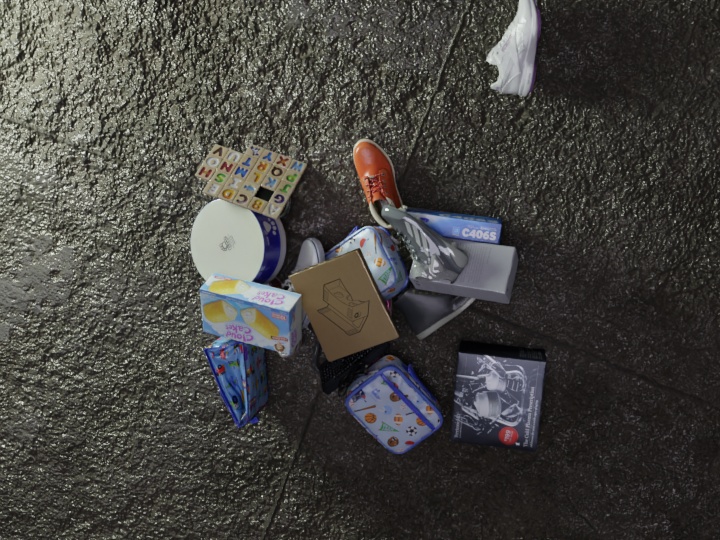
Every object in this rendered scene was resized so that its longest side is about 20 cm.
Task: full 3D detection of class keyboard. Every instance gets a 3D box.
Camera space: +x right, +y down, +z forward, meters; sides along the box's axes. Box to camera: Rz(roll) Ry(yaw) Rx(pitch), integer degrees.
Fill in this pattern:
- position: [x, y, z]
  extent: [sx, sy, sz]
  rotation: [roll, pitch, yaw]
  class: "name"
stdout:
- position: [-0.019, 0.186, 1.727]
  extent: [0.040, 0.104, 0.200]
  rotation: [24, 125, -40]
  class: "keyboard"

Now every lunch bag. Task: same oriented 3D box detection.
- position: [0.000, 0.000, 1.717]
  extent: [0.200, 0.076, 0.160]
  rotation: [-33, 73, 27]
  class: "lunch bag"
- position: [0.073, 0.284, 1.761]
  extent: [0.160, 0.076, 0.200]
  rotation: [-38, 106, 17]
  class: "lunch bag"
- position: [-0.249, 0.236, 1.790]
  extent: [0.094, 0.151, 0.200]
  rotation: [-13, 97, 12]
  class: "lunch bag"

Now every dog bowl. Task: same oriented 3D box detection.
- position: [-0.261, -0.057, 1.744]
  extent: [0.200, 0.079, 0.200]
  rotation: [3, 96, 29]
  class: "dog bowl"

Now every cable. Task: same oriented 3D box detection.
- position: [-0.085, 0.128, 1.805]
  extent: [0.097, 0.050, 0.200]
  rotation: [-13, 107, 20]
  class: "cable"

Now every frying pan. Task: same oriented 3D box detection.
- position: [-0.231, -0.159, 1.778]
  extent: [0.190, 0.031, 0.115]
  rotation: [13, 103, 23]
  class: "frying pan"

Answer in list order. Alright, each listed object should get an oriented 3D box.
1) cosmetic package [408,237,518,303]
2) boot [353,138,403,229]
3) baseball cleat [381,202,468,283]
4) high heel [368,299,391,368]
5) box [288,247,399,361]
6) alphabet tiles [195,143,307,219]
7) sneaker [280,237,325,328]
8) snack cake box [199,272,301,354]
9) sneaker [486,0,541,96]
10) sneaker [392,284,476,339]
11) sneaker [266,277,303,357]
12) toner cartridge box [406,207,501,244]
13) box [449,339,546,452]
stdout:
- position: [0.210, -0.004, 1.666]
  extent: [0.200, 0.071, 0.101]
  rotation: [10, 72, 20]
  class: "cosmetic package"
- position: [0.036, -0.178, 1.693]
  extent: [0.075, 0.107, 0.200]
  rotation: [-23, 94, 14]
  class: "boot"
- position: [0.111, -0.046, 1.612]
  extent: [0.200, 0.070, 0.106]
  rotation: [32, 82, 7]
  class: "baseball cleat"
- position: [0.012, 0.124, 1.771]
  extent: [0.096, 0.067, 0.200]
  rotation: [8, 115, -3]
  class: "high heel"
- position: [-0.033, 0.071, 1.668]
  extent: [0.163, 0.021, 0.200]
  rotation: [-21, 101, 20]
  class: "box"
- position: [-0.233, -0.199, 1.721]
  extent: [0.200, 0.167, 0.008]
  rotation: [20, 145, 5]
  class: "alphabet tiles"
- position: [-0.126, 0.030, 1.719]
  extent: [0.073, 0.071, 0.200]
  rotation: [20, 103, 43]
  class: "sneaker"
- position: [-0.223, 0.088, 1.683]
  extent: [0.200, 0.067, 0.115]
  rotation: [13, 125, 15]
  class: "snack cake box"
- position: [0.301, -0.446, 1.615]
  extent: [0.100, 0.075, 0.200]
  rotation: [6, 101, 7]
  class: "sneaker"
- position: [0.167, 0.049, 1.726]
  extent: [0.200, 0.075, 0.106]
  rotation: [-40, 93, 15]
  class: "sneaker"
- position: [-0.187, 0.093, 1.784]
  extent: [0.075, 0.090, 0.200]
  rotation: [-27, 95, 13]
  class: "sneaker"
- position: [0.188, -0.094, 1.688]
  extent: [0.200, 0.095, 0.043]
  rotation: [8, 100, 7]
  class: "toner cartridge box"
- position: [0.288, 0.262, 1.730]
  extent: [0.182, 0.104, 0.200]
  rotation: [5, 101, 10]
  class: "box"
